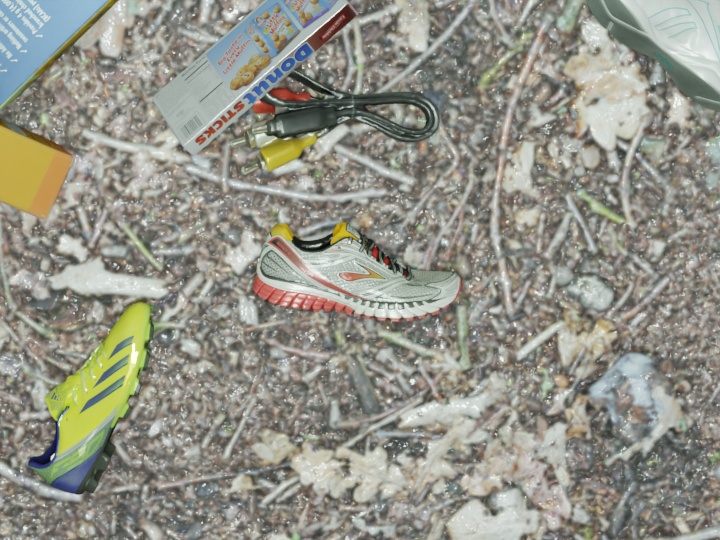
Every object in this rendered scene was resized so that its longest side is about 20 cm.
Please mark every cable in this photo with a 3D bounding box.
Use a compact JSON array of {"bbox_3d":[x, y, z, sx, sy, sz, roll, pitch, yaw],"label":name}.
[{"bbox_3d":[-0.028,-0.152,1.471,0.197,0.050,0.099,-9,86,-14],"label":"cable"}]

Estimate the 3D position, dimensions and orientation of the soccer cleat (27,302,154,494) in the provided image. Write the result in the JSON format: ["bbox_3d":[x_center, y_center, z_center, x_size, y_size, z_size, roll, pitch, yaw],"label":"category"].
[{"bbox_3d":[-0.257,0.118,1.489,0.083,0.065,0.202,23,100,-6],"label":"soccer cleat"}]

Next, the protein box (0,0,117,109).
[{"bbox_3d":[-0.305,-0.287,1.361,0.200,0.135,0.199,-42,102,5],"label":"protein box"}]

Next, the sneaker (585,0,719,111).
[{"bbox_3d":[0.289,-0.236,1.458,0.199,0.070,0.081,36,82,-13],"label":"sneaker"}]

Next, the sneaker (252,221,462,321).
[{"bbox_3d":[0.000,0.000,1.475,0.197,0.078,0.083,7,100,-6],"label":"sneaker"}]

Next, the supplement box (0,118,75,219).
[{"bbox_3d":[-0.361,-0.117,1.394,0.199,0.069,0.067,24,96,-33],"label":"supplement box"}]

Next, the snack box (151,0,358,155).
[{"bbox_3d":[-0.099,-0.196,1.431,0.199,0.072,0.024,-40,145,5],"label":"snack box"}]
